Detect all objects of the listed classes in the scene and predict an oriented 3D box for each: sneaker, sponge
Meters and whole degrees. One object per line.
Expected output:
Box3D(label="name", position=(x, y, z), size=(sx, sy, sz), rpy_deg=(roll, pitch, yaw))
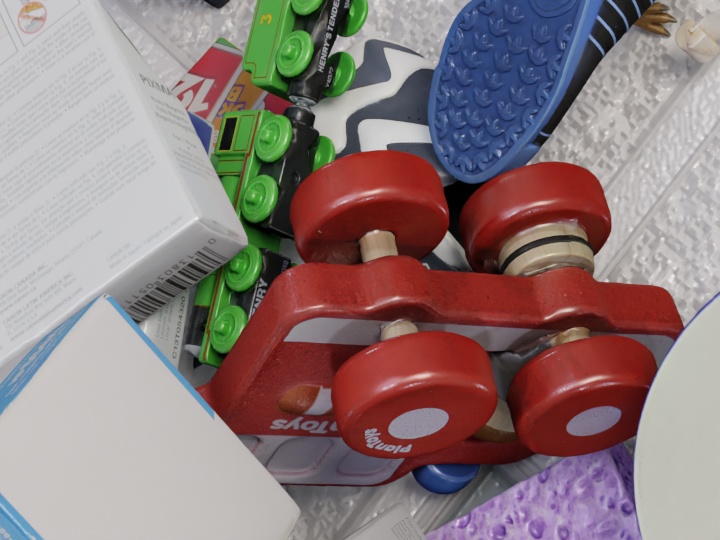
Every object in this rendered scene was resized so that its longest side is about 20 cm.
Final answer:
Box3D(label="sneaker", position=(0.000, 0.000, 1.011), size=(0.200, 0.079, 0.129), rpy_deg=(-52, 50, -1))
Box3D(label="sneaker", position=(0.100, -0.122, 0.928), size=(0.070, 0.078, 0.201), rpy_deg=(49, 127, 30))
Box3D(label="sponge", position=(0.054, 0.169, 0.968), size=(0.199, 0.030, 0.112), rpy_deg=(-31, 65, 22))

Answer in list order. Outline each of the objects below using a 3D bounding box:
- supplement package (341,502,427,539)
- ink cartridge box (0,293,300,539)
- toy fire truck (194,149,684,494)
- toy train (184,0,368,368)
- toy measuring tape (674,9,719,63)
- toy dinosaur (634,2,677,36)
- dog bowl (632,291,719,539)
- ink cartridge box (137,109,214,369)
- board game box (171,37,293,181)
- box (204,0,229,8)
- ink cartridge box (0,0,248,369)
Box3D(label="supplement package", position=(-0.001, 0.231, 0.901), size=(0.155, 0.111, 0.201), rpy_deg=(-36, 84, 19))
Box3D(label="ink cartridge box", position=(-0.150, 0.129, 0.882), size=(0.199, 0.125, 0.129), rpy_deg=(-33, 104, 35))
Box3D(label="toy fire truck", position=(0.030, 0.043, 0.927), size=(0.168, 0.198, 0.113), rpy_deg=(-52, 43, 47))
Box3D(label="toy train", position=(-0.043, -0.046, 0.985), size=(0.056, 0.042, 0.202), rpy_deg=(2, 74, 46))
Box3D(label="toy measuring tape", position=(0.230, -0.094, 0.903), size=(0.199, 0.073, 0.074), rpy_deg=(-12, 72, 28))
Box3D(label="toy dinosaur", position=(0.136, -0.171, 0.994), size=(0.198, 0.060, 0.107), rpy_deg=(6, 69, 22))
Box3D(label="dog bowl", position=(0.209, 0.080, 0.829), size=(0.198, 0.079, 0.202), rpy_deg=(5, 100, 26))
Box3D(label="ink cartridge box", position=(-0.174, 0.019, 1.009), size=(0.198, 0.043, 0.198), rpy_deg=(2, 79, 25))
Box3D(label="board game box", position=(-0.102, -0.019, 1.077), size=(0.095, 0.030, 0.200), rpy_deg=(36, 83, 32))
Box3D(label="box", position=(-0.084, -0.261, 1.055), size=(0.200, 0.198, 0.124), rpy_deg=(-44, 60, 15))
Box3D(label="ink cartridge box", position=(-0.160, -0.051, 0.973), size=(0.162, 0.057, 0.201), rpy_deg=(-35, 60, 14))
